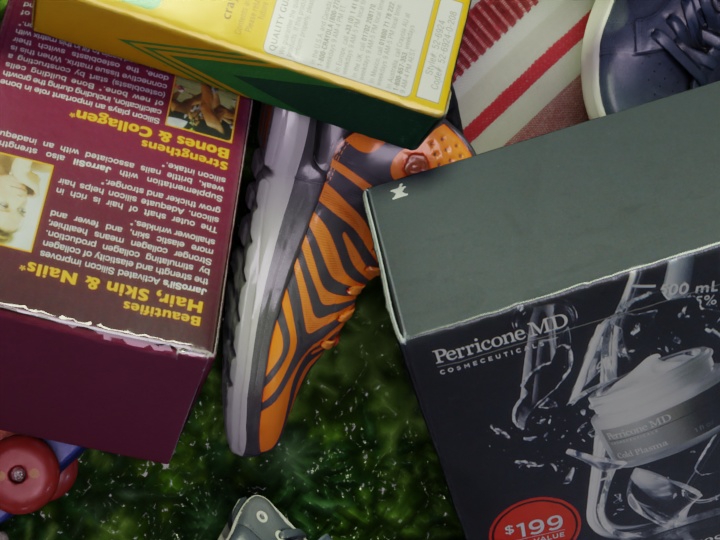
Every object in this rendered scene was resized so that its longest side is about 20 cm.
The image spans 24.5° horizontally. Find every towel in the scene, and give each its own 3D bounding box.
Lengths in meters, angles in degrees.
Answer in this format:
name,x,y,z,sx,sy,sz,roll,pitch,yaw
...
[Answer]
name,x,y,z,sx,sy,sz,roll,pitch,yaw
towel,0.048,-0.125,0.773,0.144,0.023,0.200,-43,115,-5

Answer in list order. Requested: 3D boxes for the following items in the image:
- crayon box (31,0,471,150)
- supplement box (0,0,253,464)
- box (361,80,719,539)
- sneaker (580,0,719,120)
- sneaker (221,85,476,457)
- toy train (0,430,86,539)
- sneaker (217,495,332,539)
name,x,y,z,sx,sy,sz,roll,pitch,yaw
crayon box,-0.051,-0.141,0.678,0.199,0.052,0.126,17,74,-9
supplement box,-0.110,-0.033,0.691,0.110,0.086,0.201,14,51,-10
box,0.122,0.035,0.702,0.199,0.104,0.183,-17,127,3
sneaker,0.177,-0.140,0.766,0.075,0.084,0.200,37,76,-28
sneaker,0.000,0.000,0.752,0.112,0.078,0.201,9,114,-11
toy train,-0.177,0.062,0.745,0.200,0.085,0.116,-43,89,-5
sneaker,0.013,0.146,0.781,0.202,0.077,0.146,-33,71,-33
